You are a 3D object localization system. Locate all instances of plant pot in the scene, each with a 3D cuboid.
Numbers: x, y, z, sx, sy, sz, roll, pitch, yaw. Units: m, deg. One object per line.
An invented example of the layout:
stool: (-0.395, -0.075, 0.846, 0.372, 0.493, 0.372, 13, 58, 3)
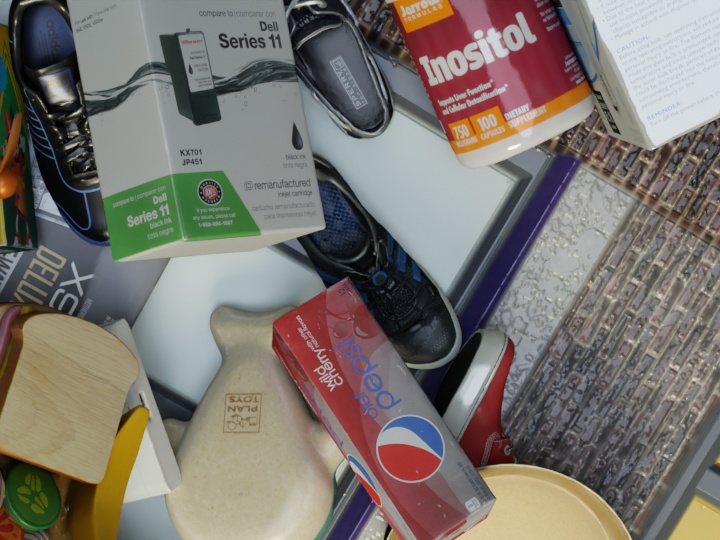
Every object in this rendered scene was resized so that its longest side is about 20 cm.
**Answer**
plant pot: (0.112, 0.234, 1.743, 0.199, 0.028, 0.201, 1, 109, 2)

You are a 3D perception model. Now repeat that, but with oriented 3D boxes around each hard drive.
hard drive: (-0.241, 0.121, 1.731, 0.199, 0.026, 0.132, -15, 98, 27)

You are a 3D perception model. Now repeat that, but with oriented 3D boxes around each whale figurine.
whale figurine: (-0.078, 0.129, 1.753, 0.158, 0.104, 0.201, -3, 74, 12)

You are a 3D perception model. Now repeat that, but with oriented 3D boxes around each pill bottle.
pill bottle: (0.084, -0.186, 1.695, 0.113, 0.113, 0.201, -25, 97, 2)

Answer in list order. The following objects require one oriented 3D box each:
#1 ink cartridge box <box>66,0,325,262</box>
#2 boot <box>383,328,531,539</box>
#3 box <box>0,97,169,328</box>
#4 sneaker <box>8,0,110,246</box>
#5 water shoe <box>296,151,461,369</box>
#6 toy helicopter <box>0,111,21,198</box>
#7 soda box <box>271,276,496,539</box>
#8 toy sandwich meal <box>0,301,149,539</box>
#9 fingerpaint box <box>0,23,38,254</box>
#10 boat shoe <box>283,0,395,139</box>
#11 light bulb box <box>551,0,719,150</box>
ink cartridge box: (-0.117, -0.115, 1.645, 0.083, 0.146, 0.201, -16, 84, 44)
boot: (0.115, 0.152, 1.764, 0.144, 0.072, 0.201, 19, 105, -4)
box: (-0.214, -0.041, 1.740, 0.157, 0.050, 0.201, 30, 95, -4)
sneaker: (-0.212, -0.111, 1.667, 0.070, 0.078, 0.201, -18, 96, 1)
water shoe: (0.000, 0.000, 1.735, 0.071, 0.079, 0.200, -41, 96, 4)
toy helicopter: (-0.293, -0.036, 1.613, 0.132, 0.079, 0.201, -10, 97, 3)
soda box: (0.015, 0.109, 1.680, 0.070, 0.063, 0.200, -31, 76, -12)
toy sandwich meal: (-0.222, 0.125, 1.607, 0.070, 0.205, 0.206, -9, 101, 44)
fingerpaint box: (-0.346, -0.087, 1.689, 0.199, 0.073, 0.168, -7, 86, 12)
boat shoe: (-0.039, -0.184, 1.715, 0.072, 0.068, 0.201, -30, 97, 3)
light bulb box: (0.205, -0.207, 1.652, 0.124, 0.198, 0.201, -26, 96, 0)
